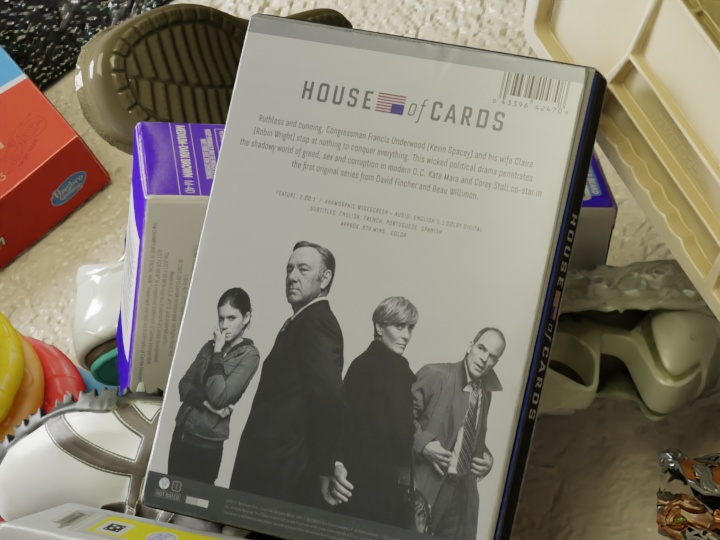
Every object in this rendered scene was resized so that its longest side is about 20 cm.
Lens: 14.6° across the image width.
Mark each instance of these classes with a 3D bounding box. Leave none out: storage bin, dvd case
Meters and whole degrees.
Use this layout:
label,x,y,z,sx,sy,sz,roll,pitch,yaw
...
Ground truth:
label,x,y,z,sx,sy,sz,roll,pitch,yaw
storage bin,0.198,-0.084,1.100,0.199,0.094,0.199,-20,64,-27
dvd case,0.004,0.009,1.092,0.150,0.025,0.201,11,85,23

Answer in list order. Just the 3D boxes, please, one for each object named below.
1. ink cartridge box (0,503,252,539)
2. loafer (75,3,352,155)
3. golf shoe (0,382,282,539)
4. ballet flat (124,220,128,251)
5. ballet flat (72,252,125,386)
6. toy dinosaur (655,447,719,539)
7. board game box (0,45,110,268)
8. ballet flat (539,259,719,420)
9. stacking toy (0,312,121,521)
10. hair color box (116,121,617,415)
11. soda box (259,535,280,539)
label,x,y,z,sx,sy,sz,roll,pitch,yaw
ink cartridge box,-0.089,0.198,1.125,0.199,0.047,0.199,10,107,29
loafer,-0.071,-0.082,1.314,0.067,0.200,0.076,-17,84,33
golf shoe,-0.070,0.098,1.151,0.199,0.078,0.095,-10,57,24
ballet flat,-0.015,-0.029,1.321,0.199,0.057,0.067,-7,80,12
ballet flat,-0.044,-0.012,1.269,0.199,0.069,0.070,-22,52,11
toy dinosaur,0.221,0.070,1.138,0.199,0.102,0.136,1,70,-2
board game box,-0.247,-0.036,1.431,0.200,0.040,0.153,-40,51,-5
ballet flat,0.097,0.035,1.158,0.199,0.072,0.072,2,50,-19
stacking toy,-0.198,0.041,1.255,0.116,0.200,0.110,24,69,33
hair color box,0.000,0.000,1.196,0.199,0.110,0.065,3,34,-10
soda box,-0.019,0.111,1.210,0.063,0.070,0.200,-42,51,-5
